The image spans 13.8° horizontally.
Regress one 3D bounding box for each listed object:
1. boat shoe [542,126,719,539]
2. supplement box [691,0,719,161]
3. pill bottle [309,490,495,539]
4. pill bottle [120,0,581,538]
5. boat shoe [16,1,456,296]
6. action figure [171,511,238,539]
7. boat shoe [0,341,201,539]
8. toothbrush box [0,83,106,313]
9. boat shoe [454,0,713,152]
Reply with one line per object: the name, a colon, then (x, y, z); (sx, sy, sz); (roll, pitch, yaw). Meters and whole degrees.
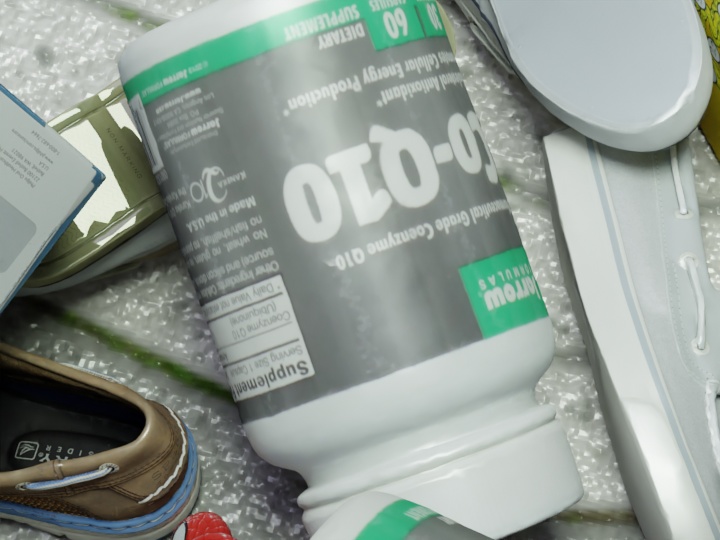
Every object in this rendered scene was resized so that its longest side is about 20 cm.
boat shoe: (0.119, 0.029, 1.083); (0.068, 0.072, 0.200); (-13, 52, 0)
supplement box: (0.201, -0.049, 1.091); (0.109, 0.109, 0.200); (-21, 62, -8)
pill bottle: (0.066, 0.146, 0.767); (0.200, 0.113, 0.113); (24, 66, 15)
pill bottle: (0.000, 0.000, 1.035); (0.113, 0.113, 0.200); (-20, 89, -7)
boat shoe: (-0.060, -0.053, 1.130); (0.200, 0.068, 0.075); (-24, 84, -10)
action figure: (-0.067, 0.160, 1.010); (0.099, 0.065, 0.200); (-19, 38, 8)
boat shoe: (-0.158, 0.050, 1.083); (0.199, 0.072, 0.072); (4, 62, 6)
toothbrush box: (-0.200, -0.066, 1.051); (0.085, 0.146, 0.200); (-52, 33, -4)
boat shoe: (0.073, -0.105, 1.144); (0.071, 0.070, 0.200); (-42, 52, -2)
